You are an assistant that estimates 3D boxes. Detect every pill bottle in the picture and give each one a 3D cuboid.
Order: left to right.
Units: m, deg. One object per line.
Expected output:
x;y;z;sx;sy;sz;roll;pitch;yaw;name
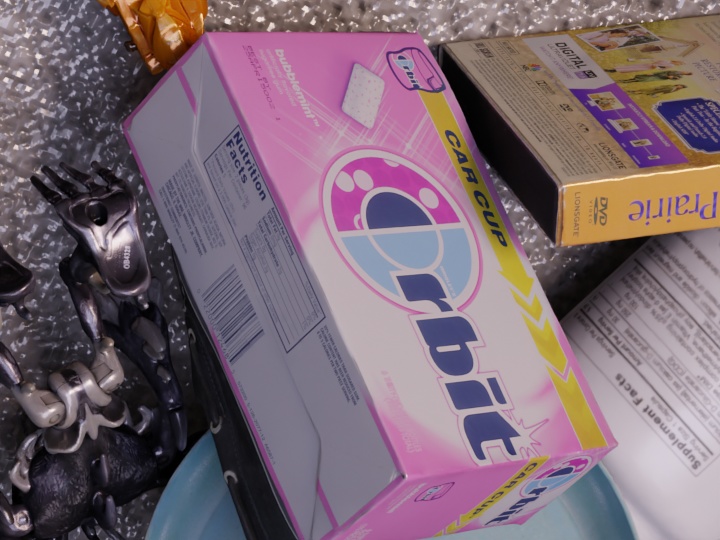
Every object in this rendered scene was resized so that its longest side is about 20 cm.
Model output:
0.142;0.043;1.173;0.200;0.113;0.113;-43;117;3;pill bottle

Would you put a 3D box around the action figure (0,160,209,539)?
-0.121;0.039;1.099;0.118;0.102;0.201;-21;143;-18;action figure

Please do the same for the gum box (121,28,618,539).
0.000;0.000;1.058;0.113;0.201;0.066;-5;152;-43;gum box

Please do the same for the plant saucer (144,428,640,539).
0.013;0.130;1.095;0.199;0.201;0.027;-20;156;-9;plant saucer

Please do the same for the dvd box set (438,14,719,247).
0.146;-0.062;1.113;0.198;0.146;0.030;-7;118;-16;dvd box set

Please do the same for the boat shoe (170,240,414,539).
-0.040;0.038;1.091;0.068;0.201;0.057;5;145;-42;boat shoe

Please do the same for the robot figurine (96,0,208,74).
-0.078;-0.181;1.042;0.144;0.058;0.201;-30;118;-5;robot figurine
